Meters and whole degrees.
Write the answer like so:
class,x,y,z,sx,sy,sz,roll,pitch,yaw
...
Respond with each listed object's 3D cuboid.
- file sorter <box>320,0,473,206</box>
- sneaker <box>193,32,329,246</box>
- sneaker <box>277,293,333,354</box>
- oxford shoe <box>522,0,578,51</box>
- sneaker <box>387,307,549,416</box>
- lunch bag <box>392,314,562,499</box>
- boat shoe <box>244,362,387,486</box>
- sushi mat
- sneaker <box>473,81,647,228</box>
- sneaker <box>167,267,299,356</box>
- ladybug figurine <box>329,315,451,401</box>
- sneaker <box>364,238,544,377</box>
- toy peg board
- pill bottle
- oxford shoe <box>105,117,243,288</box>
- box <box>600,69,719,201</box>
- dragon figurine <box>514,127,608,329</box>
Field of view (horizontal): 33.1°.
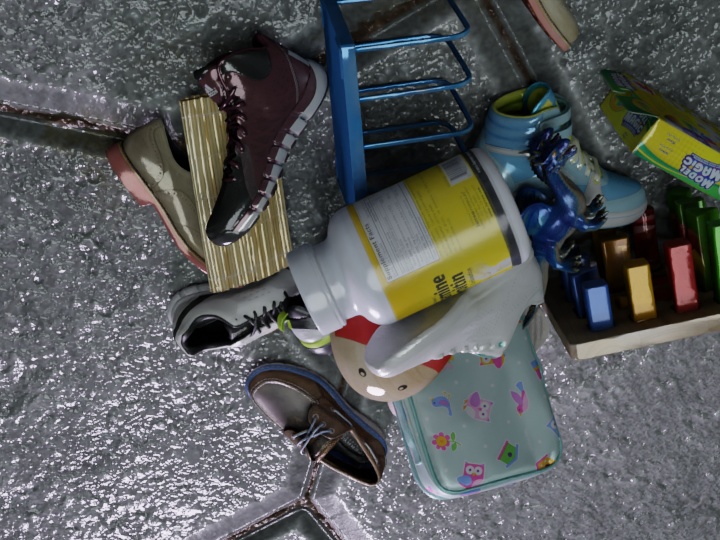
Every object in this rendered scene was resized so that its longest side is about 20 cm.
class,x,y,z,sx,sy,sz,roll,pitch,yaw
file sorter,0.037,-0.150,1.142,0.122,0.139,0.201,-9,122,-6
sneaker,-0.121,-0.132,1.134,0.115,0.076,0.201,33,78,-29
sneaker,0.000,0.000,1.231,0.200,0.072,0.083,-46,124,-10
oxford shoe,0.166,-0.294,1.107,0.074,0.071,0.200,-27,121,7
sneaker,0.112,0.103,1.348,0.200,0.105,0.076,-30,81,-17
lunch bag,0.107,0.127,1.247,0.160,0.077,0.201,-14,78,-11
boat shoe,-0.044,0.175,1.365,0.200,0.073,0.072,33,112,-23
sushi mat,-0.120,-0.082,1.194,0.095,0.012,0.201,-19,115,-29
sneaker,0.208,-0.118,1.214,0.199,0.080,0.131,7,121,-12
sneaker,-0.105,0.044,1.277,0.199,0.080,0.074,-17,119,2
ladybug figurine,0.043,0.028,1.177,0.135,0.072,0.201,16,81,-8
sneaker,0.097,0.053,1.120,0.200,0.075,0.089,-35,114,-20
toy peg board,0.285,-0.008,1.231,0.198,0.200,0.098,-12,107,1
pill bottle,0.041,-0.020,1.073,0.199,0.112,0.112,-25,121,2
oxford shoe,-0.163,-0.064,1.210,0.075,0.071,0.200,-36,120,8
box,0.321,-0.125,1.199,0.199,0.118,0.048,27,114,-20
dragon figurine,0.174,-0.044,1.184,0.099,0.059,0.201,22,121,-9
